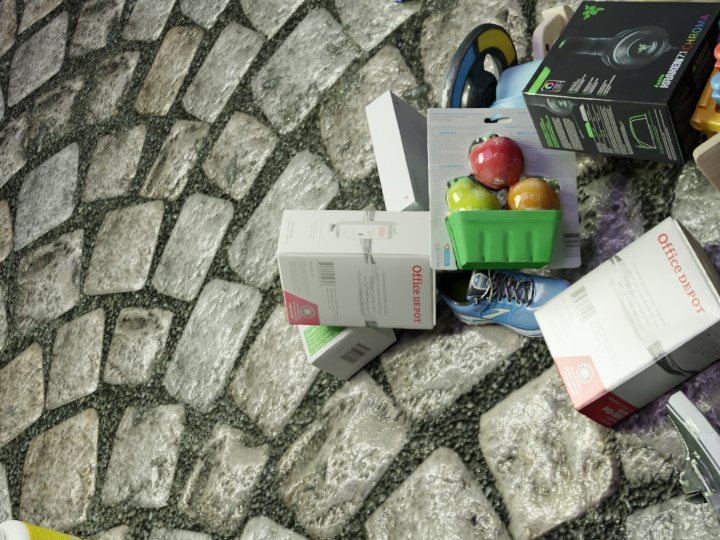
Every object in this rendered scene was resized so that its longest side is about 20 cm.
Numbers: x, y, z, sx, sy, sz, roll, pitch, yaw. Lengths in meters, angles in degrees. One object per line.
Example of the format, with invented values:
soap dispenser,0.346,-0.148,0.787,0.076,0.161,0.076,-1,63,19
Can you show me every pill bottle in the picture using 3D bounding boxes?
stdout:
pill bottle,-0.515,0.452,1.752,0.112,0.199,0.113,-22,54,33

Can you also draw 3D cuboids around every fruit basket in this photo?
fruit basket,0.173,-0.099,1.381,0.183,0.094,0.202,-1,75,-2

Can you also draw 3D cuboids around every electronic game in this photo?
electronic game,0.159,-0.225,1.497,0.041,0.200,0.201,15,78,30

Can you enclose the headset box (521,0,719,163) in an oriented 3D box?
headset box,0.308,-0.225,1.316,0.199,0.093,0.175,13,57,40

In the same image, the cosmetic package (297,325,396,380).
cosmetic package,-0.035,0.041,1.616,0.107,0.085,0.201,-40,48,21

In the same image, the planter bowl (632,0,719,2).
planter bowl,0.413,-0.348,1.374,0.199,0.134,0.202,-21,56,33

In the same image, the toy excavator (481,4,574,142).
toy excavator,0.240,-0.254,1.496,0.099,0.194,0.202,-6,92,41

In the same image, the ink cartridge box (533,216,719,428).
ink cartridge box,0.316,0.061,1.277,0.200,0.083,0.148,-37,48,23

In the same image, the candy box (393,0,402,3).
candy box,0.056,-0.556,1.787,0.200,0.169,0.077,-52,13,9

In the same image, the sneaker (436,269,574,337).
sneaker,0.178,0.033,1.417,0.199,0.089,0.079,0,68,41

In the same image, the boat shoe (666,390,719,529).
boat shoe,0.361,0.215,1.159,0.071,0.072,0.201,-39,49,15

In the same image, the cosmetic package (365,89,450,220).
cosmetic package,0.085,-0.130,1.548,0.051,0.150,0.201,-31,49,26

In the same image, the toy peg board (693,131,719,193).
toy peg board,0.472,-0.084,1.110,0.199,0.199,0.098,-36,21,22

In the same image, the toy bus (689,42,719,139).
toy bus,0.455,-0.172,1.198,0.199,0.192,0.137,22,82,45

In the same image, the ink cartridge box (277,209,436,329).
ink cartridge box,0.000,0.000,1.468,0.198,0.147,0.083,1,48,5
